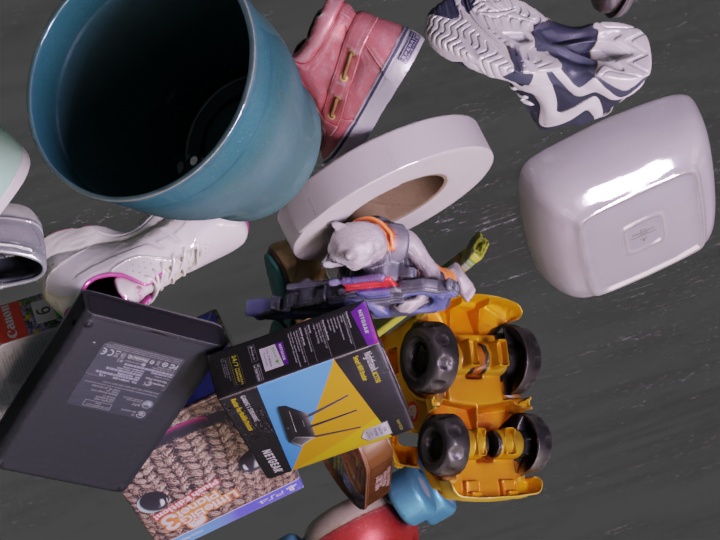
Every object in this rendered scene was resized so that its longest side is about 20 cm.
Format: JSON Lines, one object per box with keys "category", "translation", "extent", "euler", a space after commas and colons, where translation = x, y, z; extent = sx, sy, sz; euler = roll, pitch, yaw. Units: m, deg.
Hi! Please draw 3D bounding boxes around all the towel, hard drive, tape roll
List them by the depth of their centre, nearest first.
{"category": "hard drive", "translation": [-0.225, 0.111, 1.677], "extent": [0.139, 0.033, 0.200], "euler": [16, 125, -32]}
{"category": "tape roll", "translation": [0.022, -0.072, 1.695], "extent": [0.202, 0.037, 0.203], "euler": [-24, 166, -6]}
{"category": "towel", "translation": [0.041, 0.034, 1.859], "extent": [0.200, 0.018, 0.086], "euler": [-38, -178, 14]}

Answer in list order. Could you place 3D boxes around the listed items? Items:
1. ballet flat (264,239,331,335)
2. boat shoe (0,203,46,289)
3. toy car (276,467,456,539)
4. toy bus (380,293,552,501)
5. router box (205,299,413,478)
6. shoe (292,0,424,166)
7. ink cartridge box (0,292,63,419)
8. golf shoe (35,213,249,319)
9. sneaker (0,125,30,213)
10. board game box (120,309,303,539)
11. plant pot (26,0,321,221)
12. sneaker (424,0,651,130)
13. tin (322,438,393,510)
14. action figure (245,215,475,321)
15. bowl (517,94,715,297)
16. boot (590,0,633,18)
{"category": "ballet flat", "translation": [-0.052, 0.046, 1.823], "extent": [0.063, 0.069, 0.200], "euler": [-24, 142, -20]}
{"category": "boat shoe", "translation": [-0.358, -0.010, 1.588], "extent": [0.200, 0.072, 0.070], "euler": [-7, 137, -22]}
{"category": "toy car", "translation": [0.035, 0.339, 2.052], "extent": [0.184, 0.200, 0.177], "euler": [-31, 166, 10]}
{"category": "toy bus", "translation": [0.077, 0.141, 1.900], "extent": [0.135, 0.201, 0.192], "euler": [3, 162, -38]}
{"category": "router box", "translation": [-0.042, 0.110, 1.715], "extent": [0.149, 0.051, 0.200], "euler": [-20, 152, 1]}
{"category": "shoe", "translation": [-0.019, -0.160, 1.623], "extent": [0.091, 0.072, 0.200], "euler": [29, 150, -3]}
{"category": "ink cartridge box", "translation": [-0.290, 0.074, 1.736], "extent": [0.199, 0.050, 0.109], "euler": [-17, 140, -10]}
{"category": "golf shoe", "translation": [-0.187, -0.002, 1.677], "extent": [0.199, 0.092, 0.075], "euler": [-15, 138, -16]}
{"category": "sneaker", "translation": [-0.349, -0.045, 1.499], "extent": [0.118, 0.074, 0.201], "euler": [50, 58, -49]}
{"category": "board game box", "translation": [-0.167, 0.159, 1.856], "extent": [0.159, 0.097, 0.200], "euler": [-26, 140, -1]}
{"category": "plant pot", "translation": [-0.127, -0.127, 1.509], "extent": [0.200, 0.200, 0.188], "euler": [-38, 154, 13]}
{"category": "sneaker", "translation": [0.145, -0.174, 1.680], "extent": [0.198, 0.080, 0.130], "euler": [4, 154, -9]}
{"category": "tin", "translation": [-0.011, 0.170, 1.924], "extent": [0.042, 0.112, 0.200], "euler": [-34, 160, -16]}
{"category": "action figure", "translation": [0.000, 0.000, 1.721], "extent": [0.199, 0.105, 0.193], "euler": [-4, 163, 14]}
{"category": "bowl", "translation": [0.264, -0.060, 1.876], "extent": [0.199, 0.075, 0.200], "euler": [-24, 141, -5]}
{"category": "boot", "translation": [0.138, -0.276, 1.590], "extent": [0.174, 0.069, 0.200], "euler": [-17, 136, -4]}
